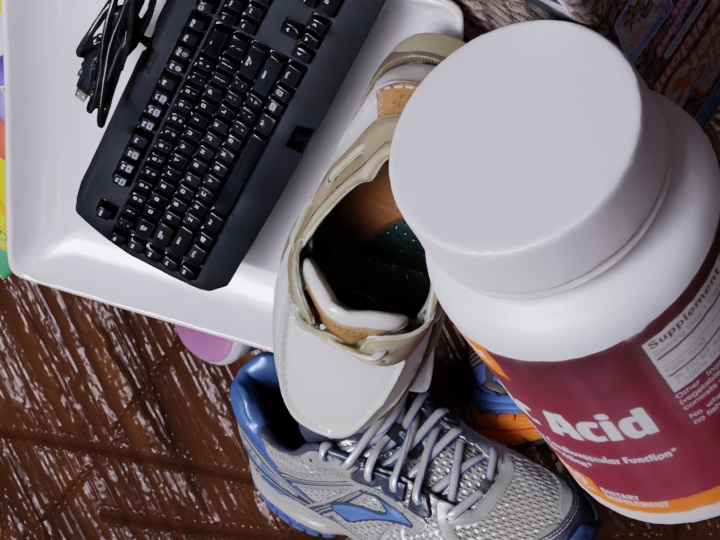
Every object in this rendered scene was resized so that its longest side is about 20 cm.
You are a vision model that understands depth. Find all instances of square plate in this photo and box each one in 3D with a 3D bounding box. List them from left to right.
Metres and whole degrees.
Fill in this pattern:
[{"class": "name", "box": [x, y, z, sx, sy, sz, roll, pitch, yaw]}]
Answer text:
[{"class": "square plate", "box": [-0.054, -0.055, 1.225, 0.197, 0.028, 0.201, 15, 131, 14]}]

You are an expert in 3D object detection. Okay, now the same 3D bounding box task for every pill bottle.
[{"class": "pill bottle", "box": [0.092, 0.002, 1.102, 0.114, 0.115, 0.200, 12, 156, 33]}]

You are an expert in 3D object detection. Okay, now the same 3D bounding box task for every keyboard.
[{"class": "keyboard", "box": [-0.068, -0.070, 1.175, 0.104, 0.040, 0.200, 30, 131, 0]}]

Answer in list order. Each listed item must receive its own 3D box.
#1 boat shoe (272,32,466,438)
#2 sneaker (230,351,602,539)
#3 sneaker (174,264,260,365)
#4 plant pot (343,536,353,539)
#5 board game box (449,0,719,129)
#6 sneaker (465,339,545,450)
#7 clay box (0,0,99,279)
[{"class": "boat shoe", "box": [0.000, 0.000, 1.176, 0.074, 0.069, 0.201, 22, 133, 7]}, {"class": "sneaker", "box": [0.014, 0.085, 1.281, 0.199, 0.077, 0.085, 14, 145, 42]}, {"class": "sneaker", "box": [-0.043, -0.058, 1.345, 0.080, 0.088, 0.202, -23, 71, 60]}, {"class": "plant pot", "box": [0.005, 0.215, 1.371, 0.187, 0.187, 0.201, 36, 112, 19]}, {"class": "board game box", "box": [0.064, -0.144, 1.134, 0.159, 0.200, 0.097, 31, 85, 23]}, {"class": "sneaker", "box": [0.115, 0.019, 1.258, 0.199, 0.075, 0.079, -19, 93, 39]}, {"class": "clay box", "box": [-0.139, -0.080, 1.311, 0.200, 0.048, 0.115, -36, 92, 40]}]
